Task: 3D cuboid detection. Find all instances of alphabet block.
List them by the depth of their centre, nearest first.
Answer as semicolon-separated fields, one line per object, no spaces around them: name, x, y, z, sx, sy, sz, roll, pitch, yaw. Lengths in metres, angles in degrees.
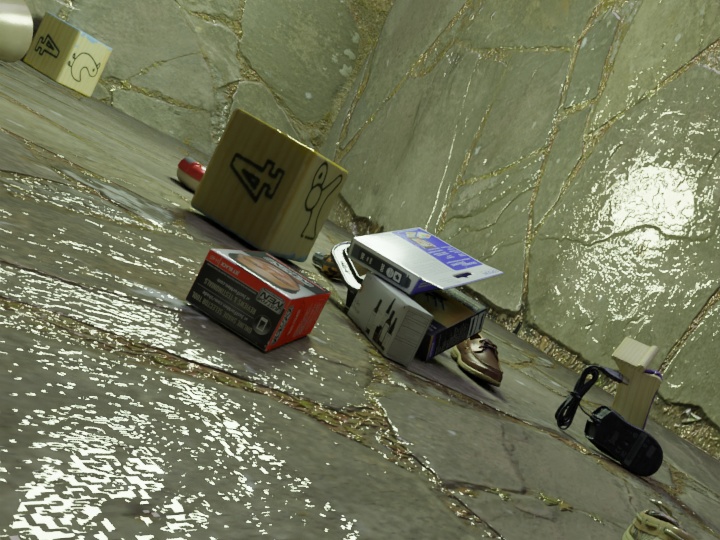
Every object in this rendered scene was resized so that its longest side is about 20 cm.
alphabet block;-0.169;-0.157;1.442;0.194;0.203;0.195;30;4;18
alphabet block;-1.070;-0.788;2.766;0.194;0.203;0.195;30;5;20

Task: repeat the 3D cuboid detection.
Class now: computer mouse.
computer mouse;0.455;0.262;1.345;0.197;0.142;0.046;30;-8;10

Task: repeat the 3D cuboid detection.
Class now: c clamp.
c clamp;0.038;-0.002;1.334;0.167;0.028;0.201;-10;35;-20

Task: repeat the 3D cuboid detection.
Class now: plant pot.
plant pot;-1.029;-0.670;2.040;0.185;0.191;0.199;30;19;16

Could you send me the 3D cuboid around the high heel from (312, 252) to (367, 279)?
high heel;0.000;0.000;1.649;0.195;0.073;0.142;10;5;-20

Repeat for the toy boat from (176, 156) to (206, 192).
toy boat;-0.327;-0.231;1.787;0.198;0.133;0.130;25;6;-42

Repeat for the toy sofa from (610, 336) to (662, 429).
toy sofa;0.504;0.238;1.407;0.096;0.205;0.082;23;34;31

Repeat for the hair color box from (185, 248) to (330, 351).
hair color box;-0.104;0.028;0.830;0.100;0.062;0.200;31;5;7

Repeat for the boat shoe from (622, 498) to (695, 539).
boat shoe;0.304;0.269;0.742;0.072;0.064;0.200;29;4;18

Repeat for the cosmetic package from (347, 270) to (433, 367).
cosmetic package;0.040;0.068;1.158;0.050;0.084;0.200;26;5;-21

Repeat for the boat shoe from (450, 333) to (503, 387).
boat shoe;0.220;0.157;1.401;0.071;0.069;0.200;28;5;-11

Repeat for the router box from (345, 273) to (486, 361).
router box;0.095;0.062;1.313;0.198;0.053;0.155;32;36;34

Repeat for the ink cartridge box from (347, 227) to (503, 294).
ink cartridge box;0.111;-0.009;1.272;0.198;0.044;0.196;30;25;34
